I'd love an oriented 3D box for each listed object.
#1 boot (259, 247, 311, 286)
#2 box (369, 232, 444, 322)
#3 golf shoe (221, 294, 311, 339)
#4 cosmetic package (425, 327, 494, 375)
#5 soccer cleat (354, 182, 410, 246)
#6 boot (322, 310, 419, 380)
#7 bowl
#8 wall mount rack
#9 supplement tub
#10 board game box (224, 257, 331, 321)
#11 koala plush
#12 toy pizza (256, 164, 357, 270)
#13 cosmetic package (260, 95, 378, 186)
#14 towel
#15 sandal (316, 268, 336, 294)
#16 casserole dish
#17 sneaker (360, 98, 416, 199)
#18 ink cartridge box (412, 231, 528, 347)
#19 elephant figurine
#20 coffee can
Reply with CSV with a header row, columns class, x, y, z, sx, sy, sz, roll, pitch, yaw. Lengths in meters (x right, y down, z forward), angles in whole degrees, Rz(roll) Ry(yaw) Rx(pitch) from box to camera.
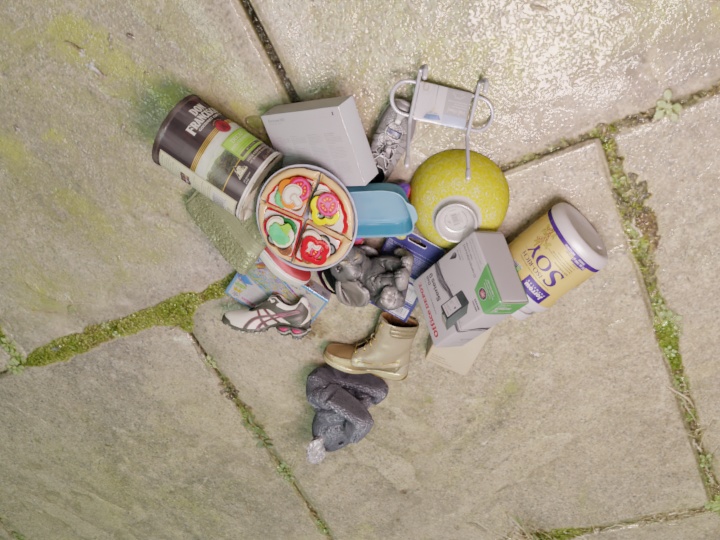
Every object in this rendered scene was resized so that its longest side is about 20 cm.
class,x,y,z,sx,sy,sz,roll,pitch,yaw
boot,-0.145,-0.072,1.461,0.144,0.073,0.200,-37,105,26
box,0.085,0.002,1.475,0.120,0.033,0.202,28,125,1
golf shoe,-0.200,0.091,1.539,0.196,0.077,0.090,4,103,5
cosmetic package,0.220,0.113,1.505,0.102,0.074,0.202,21,124,-3
soccer cleat,0.014,-0.112,1.406,0.076,0.067,0.199,35,126,-25
boot,0.022,0.154,1.566,0.196,0.073,0.158,12,123,0
bowl,0.183,-0.114,1.351,0.196,0.108,0.204,5,122,8
wall mount rack,0.145,-0.259,1.253,0.196,0.075,0.177,10,100,-10
supplement tub,0.350,-0.014,1.359,0.145,0.146,0.200,39,120,-15
board game box,-0.180,0.048,1.560,0.198,0.034,0.135,34,121,-11
koala plush,-0.058,0.335,1.646,0.181,0.178,0.202,25,124,8
toy pizza,-0.102,-0.092,1.308,0.196,0.032,0.204,5,112,13
cosmetic package,-0.076,-0.232,1.313,0.197,0.052,0.153,5,128,39
towel,-0.260,-0.104,1.433,0.201,0.036,0.149,49,117,10
sandal,-0.067,-0.001,1.484,0.074,0.048,0.202,5,134,44
casserole dish,0.014,-0.115,1.333,0.196,0.039,0.122,0,141,24
sneaker,0.050,-0.217,1.325,0.073,0.082,0.202,20,123,-3
ink cartridge box,0.202,0.040,1.353,0.083,0.148,0.200,0,151,-36
elephant figurine,0.000,0.000,1.410,0.196,0.142,0.158,14,108,6
coffee can,-0.263,-0.208,1.329,0.198,0.147,0.147,33,122,2
